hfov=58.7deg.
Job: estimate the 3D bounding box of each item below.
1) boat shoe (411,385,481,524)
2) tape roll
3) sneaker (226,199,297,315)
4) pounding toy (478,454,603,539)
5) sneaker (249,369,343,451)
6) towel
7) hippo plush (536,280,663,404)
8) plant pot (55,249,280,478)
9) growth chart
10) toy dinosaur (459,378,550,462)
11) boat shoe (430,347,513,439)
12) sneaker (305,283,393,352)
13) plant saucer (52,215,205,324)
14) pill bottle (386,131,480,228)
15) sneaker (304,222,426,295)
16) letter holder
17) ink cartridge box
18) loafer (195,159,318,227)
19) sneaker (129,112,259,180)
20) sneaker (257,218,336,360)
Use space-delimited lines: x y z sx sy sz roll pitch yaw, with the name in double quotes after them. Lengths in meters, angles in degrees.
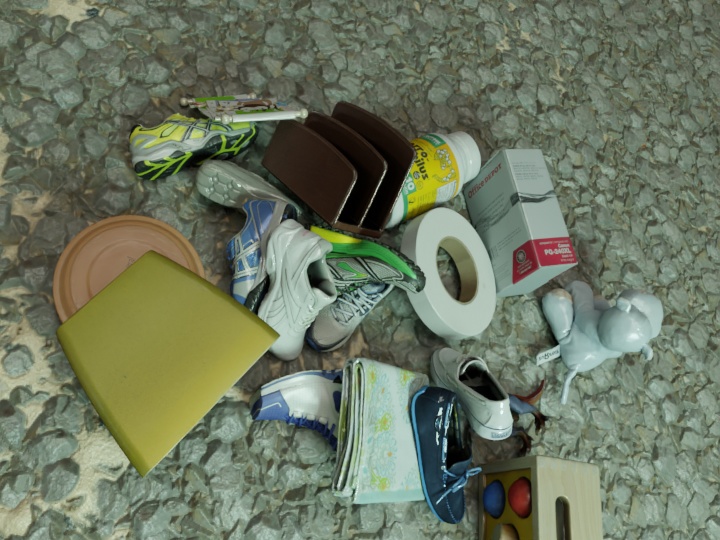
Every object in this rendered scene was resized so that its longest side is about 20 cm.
0.119 0.258 0.870 0.084 0.067 0.205 -43 122 -54 "boat shoe"
0.140 0.005 0.996 0.200 0.037 0.208 21 60 -40 "tape roll"
-0.151 -0.002 0.895 0.075 0.076 0.205 17 84 11 "sneaker"
0.225 0.359 0.851 0.139 0.184 0.205 12 66 -16 "pounding toy"
-0.044 0.197 0.866 0.195 0.081 0.118 -5 70 -25 "sneaker"
0.036 0.214 0.850 0.199 0.047 0.176 26 67 -53 "towel"
0.386 0.079 1.027 0.198 0.161 0.161 -27 81 -32 "hippo plush"
-0.235 0.099 0.749 0.177 0.200 0.200 46 66 -1 "plant pot"
-0.171 -0.240 0.948 0.142 0.199 0.018 -14 117 -28 "growth chart"
0.185 0.216 0.974 0.179 0.106 0.201 29 29 1 "toy dinosaur"
0.158 0.152 0.905 0.072 0.200 0.067 -9 115 -20 "boat shoe"
-0.007 0.034 0.940 0.077 0.085 0.200 43 62 0 "sneaker"
-0.306 0.019 0.859 0.195 0.032 0.205 8 67 -19 "plant saucer"
0.098 -0.155 1.038 0.197 0.113 0.114 -26 80 -27 "pill bottle"
0.000 0.000 0.884 0.196 0.078 0.087 15 86 27 "sneaker"
-0.032 -0.163 0.910 0.099 0.144 0.200 9 25 -46 "letter holder"
0.256 -0.077 1.051 0.081 0.145 0.205 -5 72 -22 "ink cartridge box"
-0.147 -0.104 0.945 0.197 0.070 0.070 32 26 -12 "loafer"
-0.243 -0.200 0.943 0.196 0.075 0.078 -19 78 -28 "sneaker"
-0.079 0.041 0.855 0.098 0.205 0.078 20 30 26 "sneaker"
